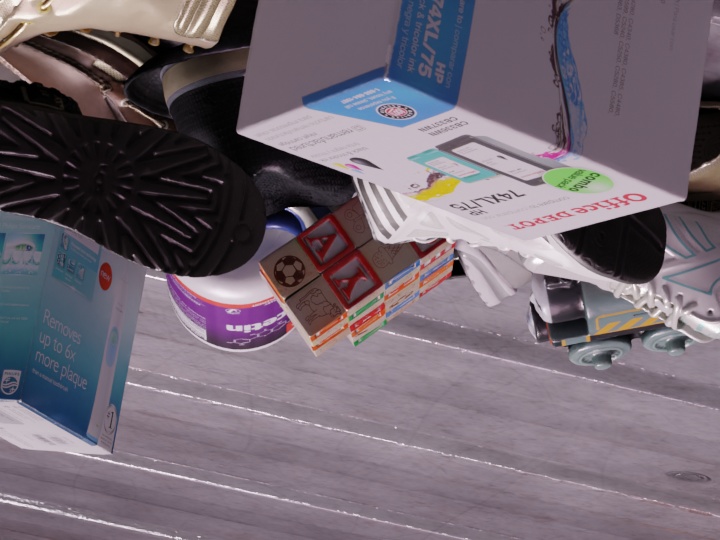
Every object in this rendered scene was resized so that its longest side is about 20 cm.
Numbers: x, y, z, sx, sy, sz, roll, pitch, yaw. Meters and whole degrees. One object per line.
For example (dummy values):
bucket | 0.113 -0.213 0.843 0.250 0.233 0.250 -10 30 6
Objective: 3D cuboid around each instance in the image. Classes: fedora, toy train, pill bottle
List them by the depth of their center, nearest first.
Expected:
fedora | -0.051 -0.083 1.563 0.199 0.092 0.201 -7 171 -1
toy train | 0.211 0.008 1.766 0.199 0.086 0.114 -9 157 4
pill bottle | -0.089 -0.007 1.876 0.112 0.113 0.200 9 164 1

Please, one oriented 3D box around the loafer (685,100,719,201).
loafer | 0.169 -0.074 1.592 0.199 0.076 0.067 -12 154 28

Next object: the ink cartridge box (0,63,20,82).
ink cartridge box | -0.316 -0.112 1.615 0.116 0.068 0.200 5 -175 25

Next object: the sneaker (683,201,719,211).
sneaker | 0.179 -0.047 1.664 0.199 0.078 0.082 -1 168 3

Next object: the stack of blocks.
stack of blocks | 0.000 0.000 1.691 0.115 0.059 0.200 -35 173 -3

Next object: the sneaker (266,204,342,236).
sneaker | -0.103 -0.062 1.749 0.199 0.089 0.075 9 165 5

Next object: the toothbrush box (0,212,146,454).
toothbrush box | -0.233 0.021 1.900 0.085 0.201 0.146 1 160 24

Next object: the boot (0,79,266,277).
boot | -0.163 -0.061 1.527 0.210 0.080 0.158 20 -178 -10

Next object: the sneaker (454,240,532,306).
sneaker | 0.087 -0.052 1.748 0.082 0.075 0.200 -28 151 5

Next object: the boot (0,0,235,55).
boot | -0.162 -0.152 1.461 0.155 0.073 0.200 9 148 -27

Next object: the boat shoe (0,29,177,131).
boat shoe | -0.158 -0.105 1.643 0.202 0.075 0.075 24 158 -29

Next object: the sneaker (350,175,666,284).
sneaker | 0.081 -0.041 1.514 0.200 0.076 0.115 24 157 -30

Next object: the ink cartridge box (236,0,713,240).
ink cartridge box | 0.064 -0.122 1.354 0.199 0.147 0.146 19 161 -30

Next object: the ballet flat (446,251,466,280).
ballet flat | 0.098 -0.003 1.880 0.199 0.057 0.066 0 161 27

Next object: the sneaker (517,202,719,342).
sneaker | 0.196 0.000 1.576 0.199 0.081 0.070 2 164 -8
